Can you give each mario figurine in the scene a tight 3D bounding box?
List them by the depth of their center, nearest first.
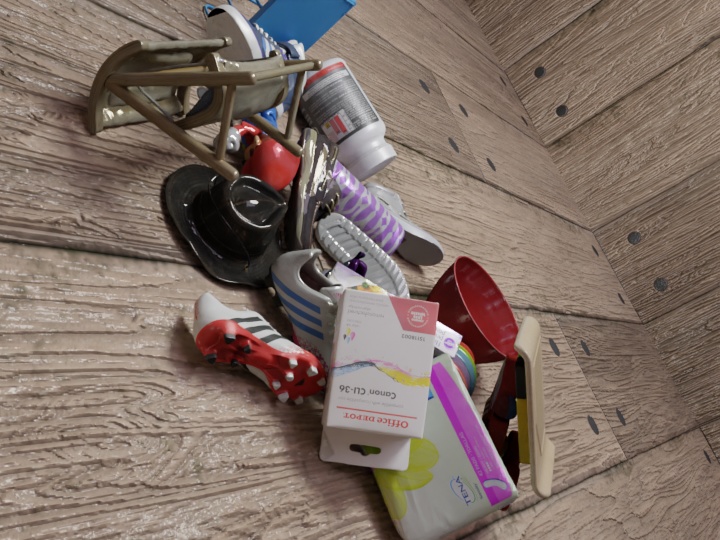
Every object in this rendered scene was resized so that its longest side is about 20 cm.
[{"bbox_3d":[-0.157,-0.176,1.083,0.123,0.106,0.200,-2,43,-17],"label":"mario figurine"}]

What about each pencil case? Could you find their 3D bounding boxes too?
[{"bbox_3d":[-0.017,-0.098,1.203,0.200,0.084,0.086,41,69,-26],"label":"pencil case"}]

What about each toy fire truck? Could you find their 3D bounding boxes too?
[{"bbox_3d":[0.183,0.226,1.053,0.112,0.168,0.200,19,25,11],"label":"toy fire truck"}]

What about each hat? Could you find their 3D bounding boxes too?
[{"bbox_3d":[-0.146,-0.074,0.952,0.201,0.081,0.201,41,30,-29],"label":"hat"}]

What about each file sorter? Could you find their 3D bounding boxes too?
[{"bbox_3d":[-0.140,-0.442,1.236,0.139,0.200,0.123,6,53,-57],"label":"file sorter"}]

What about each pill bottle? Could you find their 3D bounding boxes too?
[{"bbox_3d":[-0.027,-0.261,1.321,0.200,0.116,0.116,58,26,1],"label":"pill bottle"}]

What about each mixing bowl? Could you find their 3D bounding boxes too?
[{"bbox_3d":[0.181,0.085,1.303,0.200,0.108,0.200,41,31,-31],"label":"mixing bowl"}]

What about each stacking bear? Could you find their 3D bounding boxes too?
[{"bbox_3d":[0.123,0.157,1.129,0.121,0.114,0.200,41,16,8],"label":"stacking bear"}]

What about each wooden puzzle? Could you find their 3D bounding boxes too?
[{"bbox_3d":[0.229,0.176,1.004,0.185,0.037,0.201,-29,111,-71],"label":"wooden puzzle"}]

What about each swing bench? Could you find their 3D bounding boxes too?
[{"bbox_3d":[-0.182,-0.212,0.900,0.200,0.130,0.199,21,24,12],"label":"swing bench"}]

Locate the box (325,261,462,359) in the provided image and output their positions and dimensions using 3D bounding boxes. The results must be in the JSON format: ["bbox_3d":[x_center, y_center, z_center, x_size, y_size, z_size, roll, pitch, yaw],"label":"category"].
[{"bbox_3d":[0.040,0.060,1.001,0.200,0.041,0.039,31,58,-5],"label":"box"}]

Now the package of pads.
[{"bbox_3d":[0.085,0.226,0.936,0.200,0.154,0.068,64,-2,14],"label":"package of pads"}]

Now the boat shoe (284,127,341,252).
[{"bbox_3d":[-0.063,-0.112,1.079,0.073,0.074,0.201,11,70,-16],"label":"boat shoe"}]

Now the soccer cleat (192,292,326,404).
[{"bbox_3d":[-0.112,0.089,0.854,0.200,0.069,0.085,33,21,-43],"label":"soccer cleat"}]

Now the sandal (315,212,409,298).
[{"bbox_3d":[0.006,-0.004,1.164,0.203,0.082,0.050,55,-16,-1],"label":"sandal"}]

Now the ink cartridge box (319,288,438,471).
[{"bbox_3d":[0.020,0.132,0.882,0.068,0.116,0.201,126,-28,-78],"label":"ink cartridge box"}]

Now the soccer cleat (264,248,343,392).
[{"bbox_3d":[-0.047,0.066,0.947,0.200,0.086,0.070,63,26,-6],"label":"soccer cleat"}]

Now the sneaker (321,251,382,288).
[{"bbox_3d":[0.004,0.074,1.038,0.074,0.087,0.200,6,56,-58],"label":"sneaker"}]

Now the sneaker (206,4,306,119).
[{"bbox_3d":[-0.154,-0.349,1.182,0.200,0.080,0.147,63,38,-34],"label":"sneaker"}]

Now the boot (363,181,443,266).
[{"bbox_3d":[0.077,-0.088,1.352,0.200,0.073,0.096,32,42,-38],"label":"boot"}]
